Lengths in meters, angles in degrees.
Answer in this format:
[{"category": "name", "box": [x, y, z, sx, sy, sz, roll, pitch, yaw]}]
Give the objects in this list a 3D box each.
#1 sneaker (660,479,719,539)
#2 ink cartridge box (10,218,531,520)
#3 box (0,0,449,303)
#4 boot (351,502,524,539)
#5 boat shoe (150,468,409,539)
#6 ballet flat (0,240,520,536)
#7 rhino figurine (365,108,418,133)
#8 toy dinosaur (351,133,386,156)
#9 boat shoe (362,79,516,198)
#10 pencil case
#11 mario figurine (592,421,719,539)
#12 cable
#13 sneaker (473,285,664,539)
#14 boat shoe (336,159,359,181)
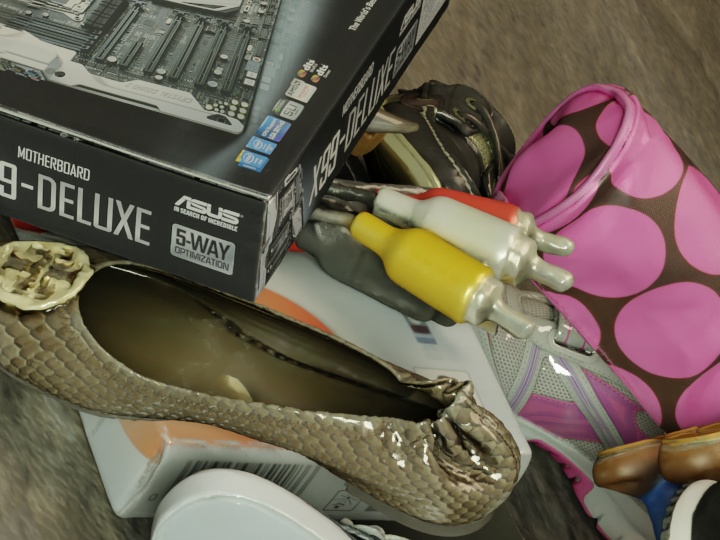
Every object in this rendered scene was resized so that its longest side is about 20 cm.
[{"category": "sneaker", "box": [0.153, 0.135, 1.073, 0.200, 0.090, 0.070, -58, 142, -65]}, {"category": "ink cartridge box", "box": [-0.041, 0.001, 1.090, 0.162, 0.050, 0.200, 4, 51, -35]}, {"category": "box", "box": [-0.069, -0.087, 1.050, 0.158, 0.050, 0.200, 20, 41, 12]}, {"category": "boot", "box": [0.035, 0.117, 1.150, 0.200, 0.074, 0.075, 46, -10, -2]}, {"category": "boat shoe", "box": [0.000, 0.123, 1.014, 0.199, 0.074, 0.068, 41, 27, -29]}, {"category": "ballet flat", "box": [-0.040, 0.030, 0.977, 0.200, 0.046, 0.067, 23, 47, 5]}, {"category": "rhino figurine", "box": [-0.068, -0.095, 1.160, 0.200, 0.060, 0.087, 22, 21, 11]}, {"category": "toy dinosaur", "box": [-0.025, -0.094, 1.272, 0.200, 0.060, 0.106, 69, 8, -61]}, {"category": "boat shoe", "box": [0.037, -0.054, 1.330, 0.201, 0.066, 0.072, -124, -170, -78]}, {"category": "pencil case", "box": [0.133, 0.014, 1.269, 0.200, 0.094, 0.091, 48, 17, -27]}, {"category": "mario figurine", "box": [0.141, 0.167, 1.212, 0.123, 0.106, 0.200, 10, 66, -82]}, {"category": "cable", "box": [-0.014, -0.033, 1.092, 0.200, 0.050, 0.097, 27, 28, 3]}, {"category": "sneaker", "box": [0.107, 0.045, 1.363, 0.200, 0.088, 0.081, 42, 22, -26]}, {"category": "boat shoe", "box": [0.000, 0.000, 1.237, 0.072, 0.065, 0.200, 38, 23, -27]}]
